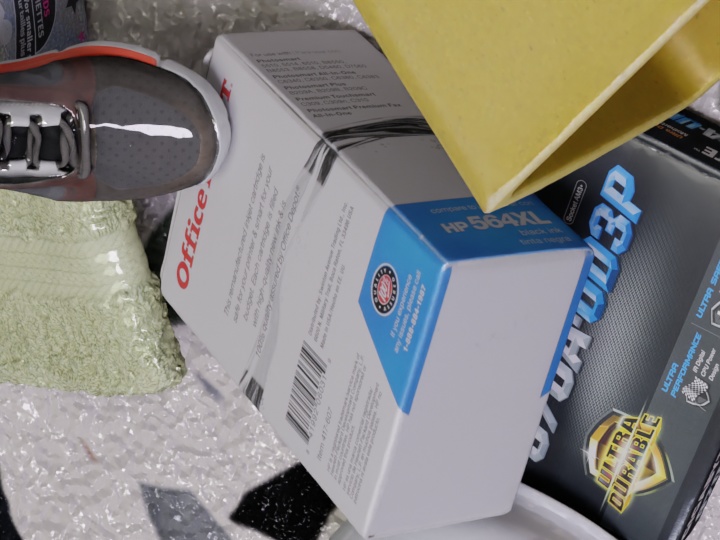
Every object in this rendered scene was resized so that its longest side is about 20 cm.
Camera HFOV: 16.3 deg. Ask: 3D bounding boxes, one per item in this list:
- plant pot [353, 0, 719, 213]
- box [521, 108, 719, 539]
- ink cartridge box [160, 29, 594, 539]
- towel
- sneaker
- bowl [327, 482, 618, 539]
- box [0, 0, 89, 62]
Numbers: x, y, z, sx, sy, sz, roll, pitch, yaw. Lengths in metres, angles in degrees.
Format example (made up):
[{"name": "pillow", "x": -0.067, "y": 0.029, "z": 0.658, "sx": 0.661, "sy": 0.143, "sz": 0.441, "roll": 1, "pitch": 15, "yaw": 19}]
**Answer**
[{"name": "plant pot", "x": 0.089, "y": -0.176, "z": 0.989, "sx": 0.200, "sy": 0.195, "sz": 0.194, "roll": 50, "pitch": 126, "yaw": 8}, {"name": "box", "x": 0.111, "y": 0.015, "z": 1.148, "sx": 0.159, "sy": 0.046, "sz": 0.200, "roll": 29, "pitch": 124, "yaw": 15}, {"name": "ink cartridge box", "x": 0.000, "y": 0.000, "z": 1.128, "sx": 0.200, "sy": 0.084, "sz": 0.146, "roll": 48, "pitch": 134, "yaw": 42}, {"name": "towel", "x": -0.170, "y": -0.004, "z": 1.270, "sx": 0.200, "sy": 0.036, "sz": 0.149, "roll": 3, "pitch": 117, "yaw": 48}, {"name": "sneaker", "x": -0.160, "y": -0.058, "z": 1.119, "sx": 0.200, "sy": 0.082, "sz": 0.077, "roll": 5, "pitch": 114, "yaw": 6}, {"name": "bowl", "x": 0.072, "y": 0.157, "z": 1.185, "sx": 0.201, "sy": 0.090, "sz": 0.201, "roll": 29, "pitch": 167, "yaw": 7}, {"name": "box", "x": -0.217, "y": -0.184, "z": 1.196, "sx": 0.132, "sy": 0.115, "sz": 0.200, "roll": 6, "pitch": 116, "yaw": 25}]
